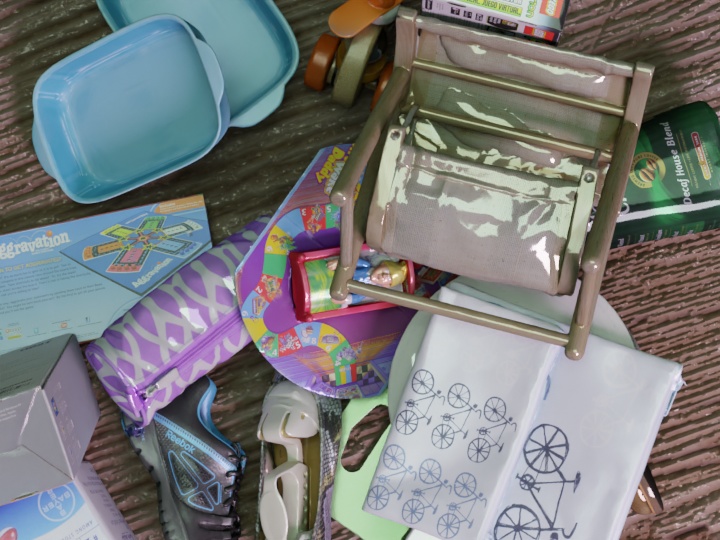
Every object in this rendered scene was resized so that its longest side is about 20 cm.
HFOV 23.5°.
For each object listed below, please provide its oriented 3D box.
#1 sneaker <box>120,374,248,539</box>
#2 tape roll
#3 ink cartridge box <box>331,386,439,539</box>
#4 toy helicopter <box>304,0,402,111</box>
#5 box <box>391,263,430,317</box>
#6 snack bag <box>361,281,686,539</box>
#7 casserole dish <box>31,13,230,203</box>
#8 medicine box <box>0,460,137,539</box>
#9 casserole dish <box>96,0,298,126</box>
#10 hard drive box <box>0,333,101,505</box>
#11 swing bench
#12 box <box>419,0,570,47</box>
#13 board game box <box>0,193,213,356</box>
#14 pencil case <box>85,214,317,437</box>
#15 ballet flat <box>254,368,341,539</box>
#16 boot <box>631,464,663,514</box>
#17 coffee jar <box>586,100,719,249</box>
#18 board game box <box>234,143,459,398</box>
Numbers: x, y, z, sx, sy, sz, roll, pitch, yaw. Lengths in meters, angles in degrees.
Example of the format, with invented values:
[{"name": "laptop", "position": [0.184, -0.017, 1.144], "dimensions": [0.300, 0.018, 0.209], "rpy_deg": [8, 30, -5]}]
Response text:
[{"name": "sneaker", "position": [-0.124, 0.180, 1.394], "dimensions": [0.081, 0.073, 0.202], "rpy_deg": [-23, 84, 0]}, {"name": "tape roll", "position": [0.123, 0.099, 1.342], "dimensions": [0.200, 0.071, 0.205], "rpy_deg": [-3, 79, 15]}, {"name": "ink cartridge box", "position": [0.064, 0.177, 1.404], "dimensions": [0.199, 0.048, 0.146], "rpy_deg": [34, 86, 2]}, {"name": "toy helicopter", "position": [0.021, -0.228, 1.405], "dimensions": [0.078, 0.132, 0.202], "rpy_deg": [22, 85, 4]}, {"name": "box", "position": [0.043, -0.068, 1.428], "dimensions": [0.082, 0.049, 0.202], "rpy_deg": [23, 85, 4]}, {"name": "snack bag", "position": [0.120, 0.126, 1.290], "dimensions": [0.198, 0.021, 0.190], "rpy_deg": [20, 84, 19]}, {"name": "casserole dish", "position": [-0.183, -0.131, 1.412], "dimensions": [0.199, 0.039, 0.122], "rpy_deg": [-21, 89, 31]}, {"name": "medicine box", "position": [-0.248, 0.282, 1.372], "dimensions": [0.181, 0.103, 0.201], "rpy_deg": [-34, 83, -2]}, {"name": "casserole dish", "position": [-0.135, -0.205, 1.447], "dimensions": [0.121, 0.039, 0.201], "rpy_deg": [-37, 83, 1]}, {"name": "hard drive box", "position": [-0.292, 0.124, 1.336], "dimensions": [0.154, 0.200, 0.078], "rpy_deg": [-18, 100, 1]}, {"name": "swing bench", "position": [0.097, -0.069, 1.286], "dimensions": [0.197, 0.130, 0.201], "rpy_deg": [14, 56, 9]}, {"name": "box", "position": [0.101, -0.190, 1.365], "dimensions": [0.109, 0.200, 0.035], "rpy_deg": [15, 83, 2]}, {"name": "board game box", "position": [-0.218, 0.006, 1.443], "dimensions": [0.198, 0.019, 0.104], "rpy_deg": [-11, 86, 0]}, {"name": "pencil case", "position": [-0.125, 0.039, 1.379], "dimensions": [0.200, 0.085, 0.084], "rpy_deg": [-40, 112, -18]}, {"name": "ballet flat", "position": [-0.054, 0.151, 1.390], "dimensions": [0.071, 0.072, 0.203], "rpy_deg": [1, 82, 2]}, {"name": "boot", "position": [0.169, 0.123, 1.399], "dimensions": [0.075, 0.074, 0.201], "rpy_deg": [-37, 75, 5]}, {"name": "coffee jar", "position": [0.200, -0.063, 1.405], "dimensions": [0.198, 0.085, 0.105], "rpy_deg": [-16, 83, 0]}, {"name": "board game box", "position": [0.000, 0.000, 1.356], "dimensions": [0.158, 0.039, 0.201], "rpy_deg": [38, 80, -17]}]
